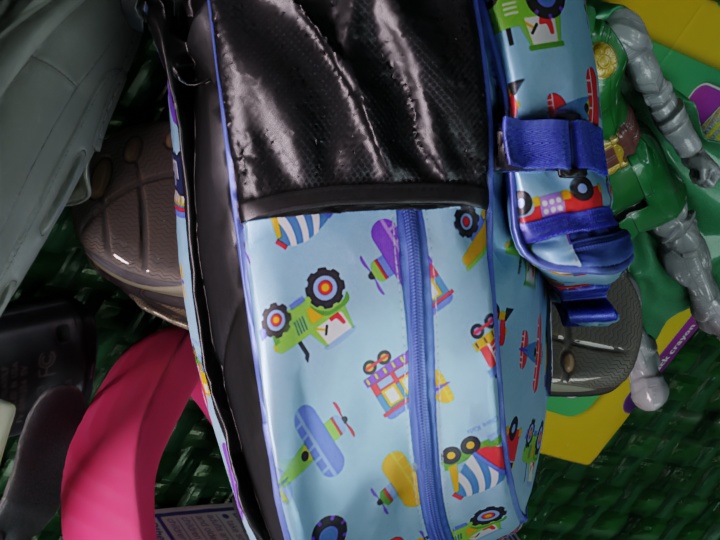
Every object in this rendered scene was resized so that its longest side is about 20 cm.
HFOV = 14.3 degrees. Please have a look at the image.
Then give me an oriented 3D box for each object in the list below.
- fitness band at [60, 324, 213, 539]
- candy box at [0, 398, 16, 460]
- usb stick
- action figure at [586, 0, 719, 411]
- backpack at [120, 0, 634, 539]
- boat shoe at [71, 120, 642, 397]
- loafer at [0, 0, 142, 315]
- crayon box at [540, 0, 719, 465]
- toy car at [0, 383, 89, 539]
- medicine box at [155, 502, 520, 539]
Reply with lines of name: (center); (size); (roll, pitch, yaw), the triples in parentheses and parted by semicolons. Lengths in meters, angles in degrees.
fitness band: (-0.053, 0.099, 1.020); (0.037, 0.200, 0.144); (-21, 108, 17)
candy box: (-0.203, 0.059, 0.860); (0.200, 0.026, 0.102); (23, 74, -34)
usb stick: (-0.183, 0.047, 0.982); (0.200, 0.033, 0.056); (-12, 128, -31)
action figure: (0.088, -0.032, 1.020); (0.118, 0.055, 0.200); (-32, 134, -2)
backpack: (0.012, -0.001, 0.866); (0.134, 0.200, 0.183); (-8, 174, 1)
boat shoe: (0.000, 0.000, 0.999); (0.073, 0.200, 0.075); (95, 14, -71)
loafer: (-0.108, -0.048, 0.860); (0.200, 0.070, 0.070); (-61, 147, -32)
crayon box: (0.077, -0.030, 1.096); (0.172, 0.058, 0.200); (18, 115, -44)
toy car: (-0.163, 0.125, 0.999); (0.200, 0.158, 0.164); (-44, 155, -16)
medicine box: (0.002, 0.186, 1.149); (0.200, 0.182, 0.103); (-1, 129, -38)
